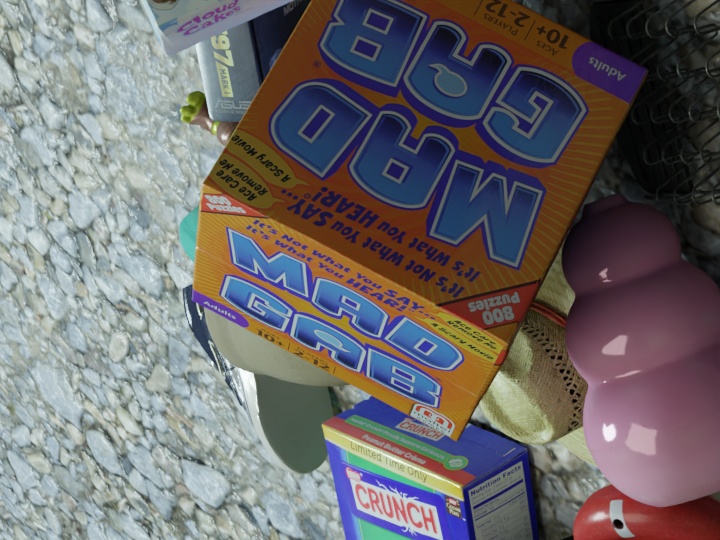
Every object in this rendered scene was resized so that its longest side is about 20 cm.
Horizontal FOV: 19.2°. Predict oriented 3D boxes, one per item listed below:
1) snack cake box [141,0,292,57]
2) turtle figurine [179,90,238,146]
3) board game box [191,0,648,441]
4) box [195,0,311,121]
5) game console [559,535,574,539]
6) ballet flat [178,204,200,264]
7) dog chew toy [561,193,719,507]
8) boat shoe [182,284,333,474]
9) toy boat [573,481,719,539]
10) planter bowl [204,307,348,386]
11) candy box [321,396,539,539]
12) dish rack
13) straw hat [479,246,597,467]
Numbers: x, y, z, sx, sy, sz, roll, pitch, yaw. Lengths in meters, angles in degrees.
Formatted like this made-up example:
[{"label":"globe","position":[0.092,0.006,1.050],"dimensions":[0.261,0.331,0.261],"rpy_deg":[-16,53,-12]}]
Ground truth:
[{"label":"snack cake box","position":[-0.108,-0.247,1.294],"dimensions":[0.067,0.115,0.201],"rpy_deg":[90,155,-81]},{"label":"turtle figurine","position":[-0.064,-0.109,1.661],"dimensions":[0.161,0.064,0.200],"rpy_deg":[47,132,29]},{"label":"board game box","position":[0.031,-0.050,1.324],"dimensions":[0.199,0.200,0.200],"rpy_deg":[27,159,4]},{"label":"box","position":[-0.053,-0.211,1.445],"dimensions":[0.051,0.200,0.158],"rpy_deg":[2,118,25]},{"label":"game console","position":[0.184,0.307,1.581],"dimensions":[0.116,0.175,0.201],"rpy_deg":[-132,22,-76]},{"label":"ballet flat","position":[-0.042,0.011,1.432],"dimensions":[0.200,0.070,0.068],"rpy_deg":[28,109,10]},{"label":"dog chew toy","position":[0.190,0.048,1.381],"dimensions":[0.124,0.124,0.201],"rpy_deg":[-20,88,57]},{"label":"boat shoe","position":[-0.090,0.082,1.839],"dimensions":[0.093,0.074,0.201],"rpy_deg":[-20,89,64]},{"label":"toy boat","position":[0.210,0.238,1.449],"dimensions":[0.130,0.131,0.201],"rpy_deg":[-11,108,39]},{"label":"planter bowl","position":[0.000,0.000,1.543],"dimensions":[0.134,0.200,0.201],"rpy_deg":[21,130,32]},{"label":"candy box","position":[0.064,0.216,1.708],"dimensions":[0.169,0.077,0.201],"rpy_deg":[20,127,47]},{"label":"dish rack","position":[0.207,-0.103,1.299],"dimensions":[0.200,0.054,0.154],"rpy_deg":[4,115,53]},{"label":"straw hat","position":[0.127,0.074,1.509],"dimensions":[0.201,0.085,0.202],"rpy_deg":[34,139,36]}]
